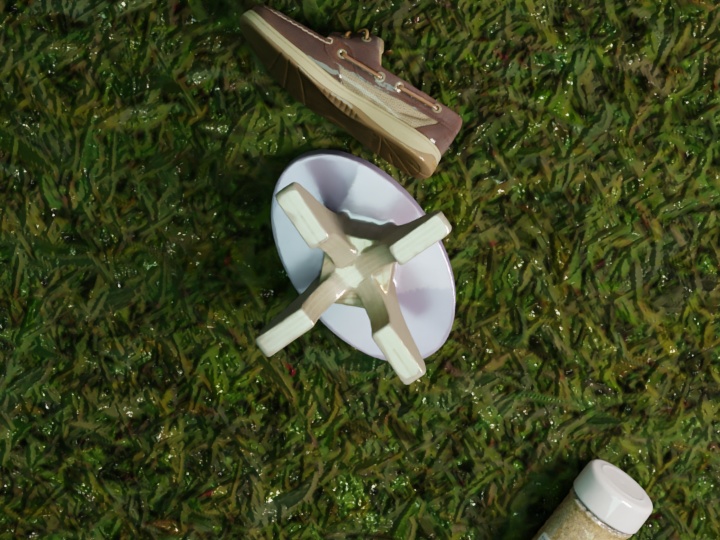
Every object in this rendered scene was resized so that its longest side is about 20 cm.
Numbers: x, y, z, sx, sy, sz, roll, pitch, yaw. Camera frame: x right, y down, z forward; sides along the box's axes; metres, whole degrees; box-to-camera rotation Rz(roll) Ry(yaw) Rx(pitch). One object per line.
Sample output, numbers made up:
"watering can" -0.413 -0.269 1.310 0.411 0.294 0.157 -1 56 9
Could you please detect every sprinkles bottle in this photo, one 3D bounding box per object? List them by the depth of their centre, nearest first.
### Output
"sprinkles bottle" 0.169 0.260 1.450 0.068 0.068 0.201 34 106 -5

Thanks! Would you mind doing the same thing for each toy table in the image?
"toy table" 0.000 0.000 1.364 0.200 0.117 0.184 43 105 -7

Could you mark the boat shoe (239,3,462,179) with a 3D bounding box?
"boat shoe" -0.006 -0.159 1.352 0.199 0.072 0.072 36 76 5
